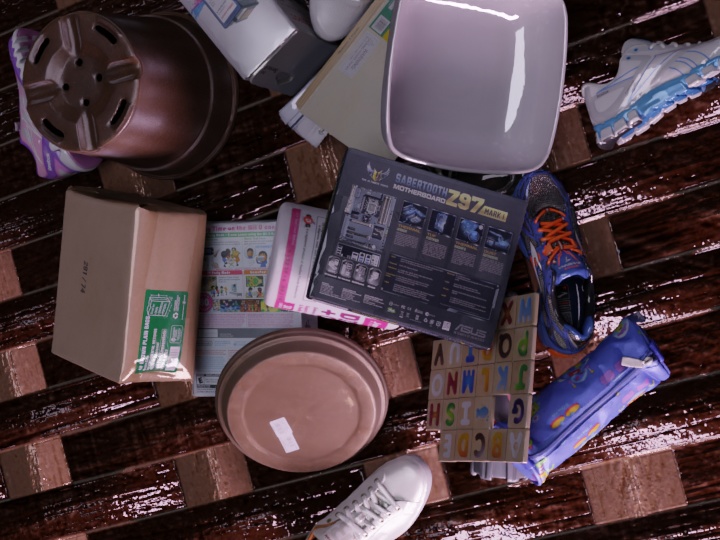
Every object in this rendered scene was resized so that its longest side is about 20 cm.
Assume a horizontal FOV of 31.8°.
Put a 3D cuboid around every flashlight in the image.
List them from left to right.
[{"bbox_3d":[0.159,0.125,1.377,0.067,0.068,0.204,5,89,11],"label":"flashlight"}]

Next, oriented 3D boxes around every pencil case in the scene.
[{"bbox_3d":[0.231,0.133,1.306,0.199,0.087,0.078,-39,92,-2],"label":"pencil case"}]

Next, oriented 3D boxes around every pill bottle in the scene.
[{"bbox_3d":[0.000,0.000,1.370,0.196,0.113,0.115,11,97,-5],"label":"pill bottle"}]

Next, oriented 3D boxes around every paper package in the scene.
[{"bbox_3d":[-0.270,0.015,1.466,0.189,0.102,0.204,13,98,51],"label":"paper package"}]

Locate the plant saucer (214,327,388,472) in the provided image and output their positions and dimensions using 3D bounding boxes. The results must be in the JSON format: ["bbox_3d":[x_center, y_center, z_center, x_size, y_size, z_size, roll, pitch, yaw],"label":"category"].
[{"bbox_3d":[-0.065,0.153,1.417,0.196,0.030,0.203,-2,123,-2],"label":"plant saucer"}]

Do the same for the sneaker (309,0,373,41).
[{"bbox_3d":[0.005,-0.328,1.329,0.070,0.081,0.202,25,113,-17],"label":"sneaker"}]

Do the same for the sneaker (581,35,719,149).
[{"bbox_3d":[0.313,-0.211,1.298,0.198,0.075,0.088,-30,77,19],"label":"sneaker"}]

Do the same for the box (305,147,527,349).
[{"bbox_3d":[0.057,-0.021,1.296,0.197,0.051,0.160,15,85,-5],"label":"box"}]

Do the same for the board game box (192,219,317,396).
[{"bbox_3d":[-0.125,0.043,1.475,0.145,0.064,0.204,0,94,19],"label":"board game box"}]

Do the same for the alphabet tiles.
[{"bbox_3d":[0.124,0.117,1.334,0.199,0.007,0.170,-15,67,62],"label":"alphabet tiles"}]

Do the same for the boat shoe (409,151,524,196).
[{"bbox_3d":[0.088,-0.088,1.388,0.197,0.064,0.072,-11,89,19],"label":"boat shoe"}]

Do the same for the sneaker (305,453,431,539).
[{"bbox_3d":[0.001,0.289,1.430,0.073,0.084,0.200,47,105,14],"label":"sneaker"}]

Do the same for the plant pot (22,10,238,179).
[{"bbox_3d":[-0.268,-0.205,1.444,0.197,0.198,0.204,1,94,19],"label":"plant pot"}]

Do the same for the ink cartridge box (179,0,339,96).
[{"bbox_3d":[-0.131,-0.302,1.415,0.087,0.145,0.201,-40,79,16],"label":"ink cartridge box"}]

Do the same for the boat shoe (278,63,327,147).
[{"bbox_3d":[-0.004,-0.223,1.423,0.067,0.074,0.200,43,112,-9],"label":"boat shoe"}]

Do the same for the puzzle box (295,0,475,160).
[{"bbox_3d":[0.039,-0.219,1.377,0.132,0.026,0.201,32,106,-30],"label":"puzzle box"}]

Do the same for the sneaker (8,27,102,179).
[{"bbox_3d":[-0.394,-0.198,1.559,0.088,0.080,0.203,-29,80,35],"label":"sneaker"}]

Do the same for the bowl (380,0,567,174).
[{"bbox_3d":[0.111,-0.205,1.320,0.196,0.075,0.204,5,94,-19],"label":"bowl"}]

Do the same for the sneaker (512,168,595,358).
[{"bbox_3d":[0.212,-0.011,1.328,0.074,0.078,0.203,-15,87,-10],"label":"sneaker"}]
